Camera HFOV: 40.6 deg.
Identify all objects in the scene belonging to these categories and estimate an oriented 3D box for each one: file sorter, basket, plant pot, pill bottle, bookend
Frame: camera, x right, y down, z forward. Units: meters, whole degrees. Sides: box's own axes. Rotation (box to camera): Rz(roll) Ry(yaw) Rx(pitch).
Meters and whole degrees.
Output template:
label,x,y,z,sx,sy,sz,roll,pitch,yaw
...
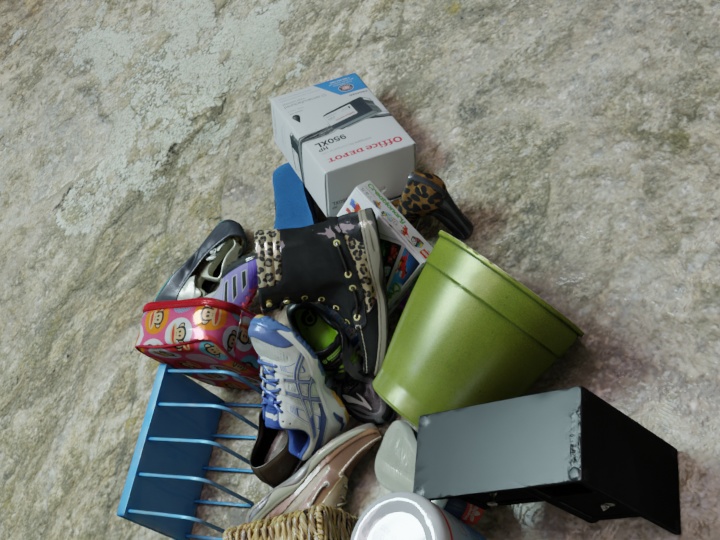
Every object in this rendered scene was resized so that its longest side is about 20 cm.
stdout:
label,x,y,z,sx,sy,sz,roll,pitch,yaw
file sorter,-0.202,0.241,1.268,0.121,0.139,0.202,-3,62,28
basket,-0.062,0.380,1.084,0.148,0.143,0.202,-21,56,25
plant pot,0.117,0.092,1.109,0.200,0.200,0.194,37,93,42
pill bottle,0.080,0.305,0.992,0.108,0.200,0.110,-17,55,25
bookend,0.192,0.209,1.001,0.199,0.198,0.093,-17,54,39

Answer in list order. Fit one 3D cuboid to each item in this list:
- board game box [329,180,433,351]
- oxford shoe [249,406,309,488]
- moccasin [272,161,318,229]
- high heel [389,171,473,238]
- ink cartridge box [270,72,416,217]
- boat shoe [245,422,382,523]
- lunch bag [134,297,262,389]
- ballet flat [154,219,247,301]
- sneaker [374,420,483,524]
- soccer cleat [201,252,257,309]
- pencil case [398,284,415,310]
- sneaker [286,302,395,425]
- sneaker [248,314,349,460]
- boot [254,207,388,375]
label,x,y,z,sx,sy,sz,roll,pitch,yaw
board game box,0.000,0.000,1.226,0.126,0.035,0.200,48,133,12
oxford shoe,-0.084,0.179,1.259,0.072,0.084,0.202,5,65,38
moccasin,-0.083,-0.067,1.418,0.080,0.068,0.202,-12,58,19
high heel,0.037,-0.090,1.295,0.198,0.142,0.072,1,63,34
ink cartridge box,-0.025,-0.183,1.397,0.143,0.085,0.201,-20,47,-17
boat shoe,-0.047,0.268,1.198,0.199,0.076,0.072,-40,77,-3
lunch bag,-0.200,0.104,1.305,0.174,0.200,0.083,-7,64,30
ballet flat,-0.240,0.011,1.476,0.073,0.073,0.201,33,82,42
sneaker,0.080,0.238,1.121,0.076,0.084,0.200,-64,20,6
soccer cleat,-0.182,0.046,1.398,0.200,0.068,0.074,-41,64,32
pencil case,0.014,-0.001,1.298,0.198,0.085,0.093,12,75,37
sneaker,-0.032,0.115,1.222,0.071,0.083,0.200,-37,88,9
sneaker,-0.086,0.146,1.170,0.088,0.201,0.075,-45,31,-24
boot,-0.043,0.032,1.151,0.149,0.202,0.073,-6,18,-2
